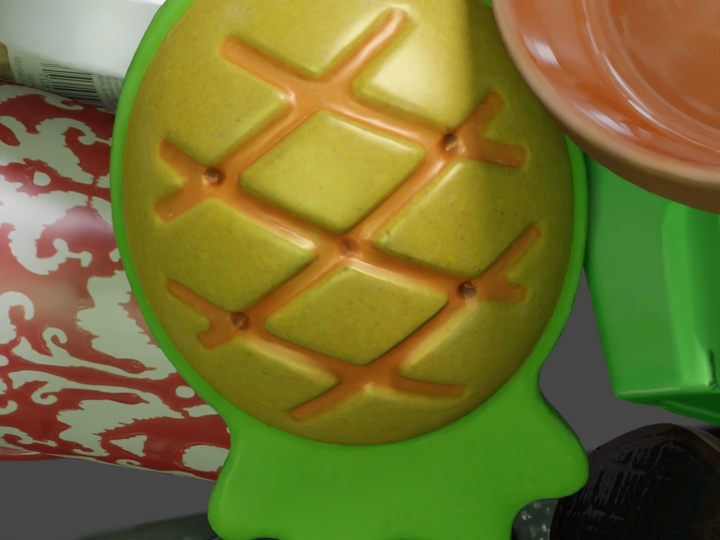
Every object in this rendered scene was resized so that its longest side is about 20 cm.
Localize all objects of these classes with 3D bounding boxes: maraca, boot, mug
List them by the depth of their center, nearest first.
[{"bbox_3d":[0.000,0.000,0.710,0.137,0.107,0.201,-7,107,7],"label":"maraca"},{"bbox_3d":[0.143,0.099,0.787,0.097,0.200,0.075,23,81,-25],"label":"boot"},{"bbox_3d":[-0.105,0.003,0.842,0.199,0.178,0.134,12,84,-3],"label":"mug"}]

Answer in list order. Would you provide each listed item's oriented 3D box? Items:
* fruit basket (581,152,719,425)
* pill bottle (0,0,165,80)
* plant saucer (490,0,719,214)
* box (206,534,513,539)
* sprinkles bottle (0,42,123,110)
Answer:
[{"bbox_3d":[0.170,-0.057,0.719,0.215,0.155,0.217,-13,71,40],"label":"fruit basket"},{"bbox_3d":[-0.052,-0.162,0.741,0.119,0.120,0.201,14,105,14],"label":"pill bottle"},{"bbox_3d":[0.129,-0.098,0.631,0.200,0.032,0.201,-14,53,19],"label":"plant saucer"},{"bbox_3d":[-0.039,0.156,0.841,0.200,0.132,0.115,-26,93,19],"label":"box"},{"bbox_3d":[-0.063,-0.086,0.845,0.199,0.068,0.069,6,100,15],"label":"sprinkles bottle"}]
